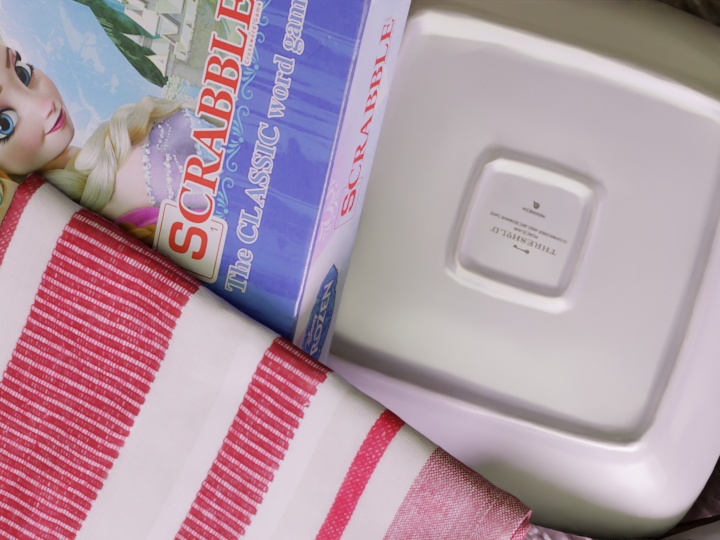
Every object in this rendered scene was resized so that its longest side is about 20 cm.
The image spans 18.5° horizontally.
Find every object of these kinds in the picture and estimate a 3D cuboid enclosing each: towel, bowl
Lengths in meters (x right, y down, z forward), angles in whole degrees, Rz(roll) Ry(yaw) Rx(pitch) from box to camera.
[{"bbox_3d":[-0.057,0.078,0.729,0.200,0.023,0.144,34,117,11],"label":"towel"},{"bbox_3d":[0.056,-0.014,0.787,0.200,0.075,0.200,19,88,2],"label":"bowl"}]

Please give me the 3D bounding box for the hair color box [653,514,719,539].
[{"bbox_3d":[0.095,0.137,0.815,0.111,0.200,0.064,-20,82,45],"label":"hair color box"}]

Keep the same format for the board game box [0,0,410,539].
[{"bbox_3d":[-0.097,-0.034,0.746,0.199,0.041,0.200,20,113,18],"label":"board game box"}]
